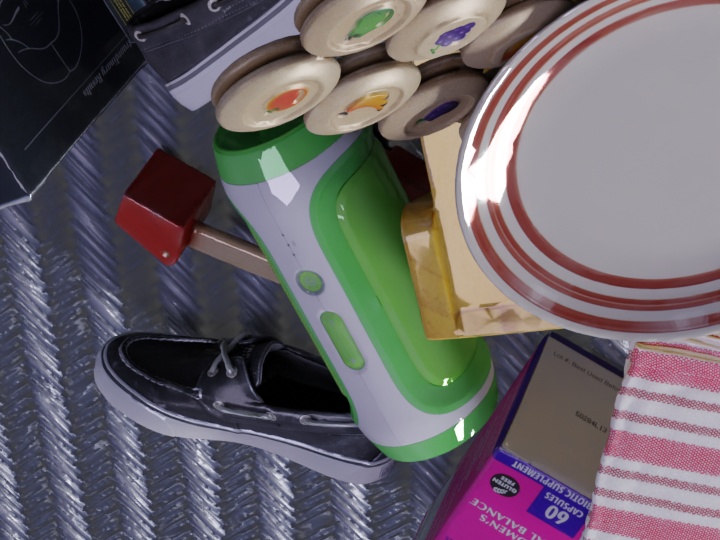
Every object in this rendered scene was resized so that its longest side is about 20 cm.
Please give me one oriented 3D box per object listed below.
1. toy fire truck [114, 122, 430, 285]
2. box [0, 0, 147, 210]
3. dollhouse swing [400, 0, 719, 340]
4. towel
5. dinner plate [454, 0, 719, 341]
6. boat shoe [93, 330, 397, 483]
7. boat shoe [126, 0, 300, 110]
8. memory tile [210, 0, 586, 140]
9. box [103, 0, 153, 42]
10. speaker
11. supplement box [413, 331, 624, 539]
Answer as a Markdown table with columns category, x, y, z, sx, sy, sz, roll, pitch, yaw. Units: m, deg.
| category | x | y | z | sx | sy | sz | roll | pitch | yaw |
| --- | --- | --- | --- | --- | --- | --- | --- | --- | --- |
| toy fire truck | -0.029 | -0.028 | 1.056 | 0.199 | 0.049 | 0.141 | 32 | 135 | -1 |
| box | -0.227 | -0.147 | 0.992 | 0.106 | 0.149 | 0.201 | -15 | 118 | 36 |
| dollhouse swing | 0.125 | -0.069 | 0.892 | 0.198 | 0.182 | 0.178 | -7 | 97 | 16 |
| towel | 0.191 | 0.111 | 0.954 | 0.145 | 0.030 | 0.202 | 11 | 128 | 3 |
| dinner plate | 0.136 | -0.048 | 0.773 | 0.198 | 0.024 | 0.202 | -5 | 132 | -5 |
| boat shoe | -0.068 | 0.069 | 1.141 | 0.198 | 0.072 | 0.068 | 19 | 135 | 9 |
| boat shoe | -0.046 | -0.150 | 0.904 | 0.066 | 0.070 | 0.199 | 43 | 138 | -15 |
| memory tile | 0.047 | -0.093 | 0.712 | 0.153 | 0.199 | 0.017 | -36 | 70 | 34 |
| box | -0.113 | -0.225 | 0.944 | 0.136 | 0.038 | 0.201 | -14 | 119 | 35 |
| speaker | 0.000 | 0.000 | 0.969 | 0.088 | 0.089 | 0.201 | -10 | 122 | 33 |
| supplement box | 0.100 | 0.150 | 1.100 | 0.101 | 0.104 | 0.201 | 29 | 136 | 1 |
